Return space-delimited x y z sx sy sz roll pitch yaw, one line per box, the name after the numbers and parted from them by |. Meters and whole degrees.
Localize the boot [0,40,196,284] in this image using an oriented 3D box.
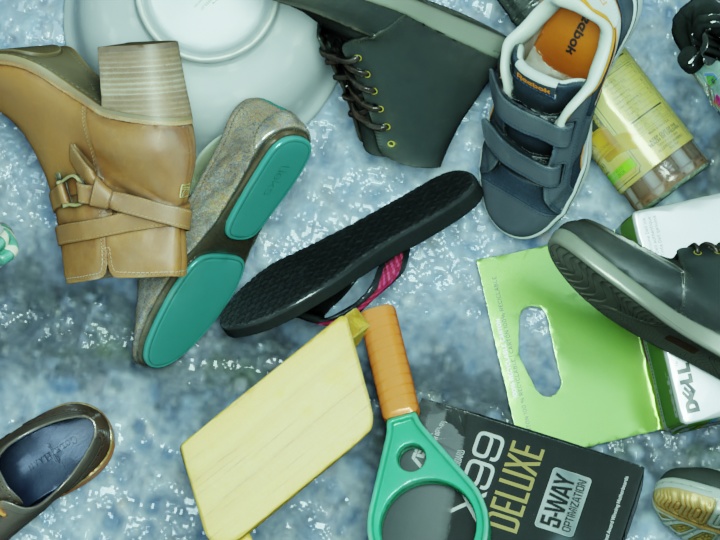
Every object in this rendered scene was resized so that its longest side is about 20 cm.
-0.190 -0.070 1.728 0.199 0.077 0.156 1 98 28 | boot

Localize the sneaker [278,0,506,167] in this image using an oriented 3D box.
0.001 -0.135 1.717 0.199 0.075 0.107 18 100 -33 | sneaker

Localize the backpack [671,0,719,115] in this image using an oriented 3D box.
0.319 -0.121 1.759 0.166 0.127 0.201 -32 86 5 | backpack

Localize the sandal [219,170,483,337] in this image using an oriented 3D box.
0.000 0.000 1.755 0.199 0.075 0.045 -29 116 -12 | sandal

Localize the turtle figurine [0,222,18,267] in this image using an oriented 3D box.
-0.281 -0.032 1.717 0.149 0.101 0.201 20 104 17 | turtle figurine

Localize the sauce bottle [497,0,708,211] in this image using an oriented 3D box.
0.153 -0.133 1.782 0.065 0.065 0.200 -36 84 -7 | sauce bottle

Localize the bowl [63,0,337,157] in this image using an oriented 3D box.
-0.102 -0.178 1.758 0.200 0.090 0.202 1 83 -4 | bowl

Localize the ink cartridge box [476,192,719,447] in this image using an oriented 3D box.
0.193 0.036 1.755 0.199 0.076 0.149 -12 84 -6 | ink cartridge box

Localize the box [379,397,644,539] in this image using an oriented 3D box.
0.082 0.200 1.709 0.157 0.050 0.201 18 71 11 | box

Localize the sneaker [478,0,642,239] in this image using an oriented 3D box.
0.118 -0.106 1.726 0.078 0.079 0.201 27 116 18 | sneaker

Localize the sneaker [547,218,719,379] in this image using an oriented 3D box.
0.222 -0.001 1.694 0.199 0.075 0.107 31 77 -8 | sneaker

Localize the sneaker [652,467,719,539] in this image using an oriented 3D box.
0.293 0.148 1.759 0.199 0.076 0.088 10 67 -5 | sneaker

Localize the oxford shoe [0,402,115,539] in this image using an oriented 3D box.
-0.250 0.151 1.716 0.200 0.073 0.071 -40 87 -7 | oxford shoe

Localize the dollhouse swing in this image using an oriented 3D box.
-0.023 0.154 1.664 0.181 0.200 0.176 -38 86 -7 | dollhouse swing

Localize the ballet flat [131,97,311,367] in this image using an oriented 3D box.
-0.102 -0.029 1.746 0.067 0.068 0.200 45 107 34 | ballet flat

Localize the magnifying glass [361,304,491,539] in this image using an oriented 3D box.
0.032 0.115 1.709 0.079 0.022 0.201 -16 63 5 | magnifying glass
